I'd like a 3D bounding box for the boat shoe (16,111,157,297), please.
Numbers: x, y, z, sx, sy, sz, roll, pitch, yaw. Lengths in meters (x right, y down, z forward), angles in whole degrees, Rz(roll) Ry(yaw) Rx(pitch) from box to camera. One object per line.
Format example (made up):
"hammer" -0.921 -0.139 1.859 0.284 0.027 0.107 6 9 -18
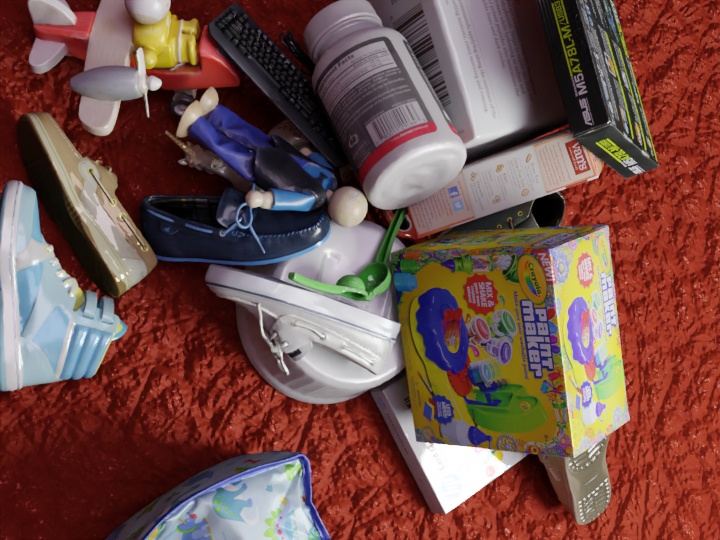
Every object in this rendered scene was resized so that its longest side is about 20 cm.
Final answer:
"boat shoe" -0.274 -0.073 1.150 0.066 0.074 0.201 -32 98 -34

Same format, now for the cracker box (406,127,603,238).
"cracker box" 0.155 -0.098 1.217 0.198 0.134 0.058 -19 94 17

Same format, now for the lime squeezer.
"lime squeezer" 0.000 0.000 1.139 0.199 0.037 0.071 -33 134 -47

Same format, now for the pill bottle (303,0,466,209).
"pill bottle" 0.017 -0.172 1.151 0.110 0.111 0.201 -16 66 -24

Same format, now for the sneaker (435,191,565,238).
"sneaker" 0.142 -0.024 1.278 0.075 0.106 0.201 49 62 -22

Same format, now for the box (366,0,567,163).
"box" 0.112 -0.225 1.252 0.170 0.200 0.201 -16 88 -28

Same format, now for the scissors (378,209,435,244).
"scissors" 0.079 -0.018 1.316 0.073 0.014 0.202 -27 96 -32

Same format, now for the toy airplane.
"toy airplane" -0.235 -0.244 1.146 0.198 0.141 0.201 -29 76 -34

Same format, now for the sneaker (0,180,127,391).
"sneaker" -0.294 0.014 1.121 0.129 0.079 0.203 0 92 -21

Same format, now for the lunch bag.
"lunch bag" -0.149 0.255 1.094 0.198 0.170 0.129 -13 84 -24

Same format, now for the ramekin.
"ramekin" -0.025 0.039 1.217 0.198 0.098 0.203 3 81 -22

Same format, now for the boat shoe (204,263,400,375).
"boat shoe" -0.064 0.060 1.113 0.200 0.075 0.087 20 88 -20

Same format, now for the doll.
"doll" -0.083 -0.100 1.121 0.199 0.049 0.137 31 33 1

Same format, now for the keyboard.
"keyboard" -0.067 -0.201 1.195 0.200 0.021 0.127 46 32 -11

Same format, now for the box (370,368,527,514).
"box" 0.129 0.153 1.294 0.199 0.041 0.157 -29 96 -22

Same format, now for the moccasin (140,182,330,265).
"moccasin" -0.131 -0.048 1.147 0.197 0.081 0.069 -5 124 9

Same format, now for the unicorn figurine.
"unicorn figurine" -0.097 -0.114 1.215 0.137 0.074 0.200 32 38 19

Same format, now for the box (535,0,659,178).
"box" 0.237 -0.210 1.159 0.193 0.047 0.202 16 59 -63

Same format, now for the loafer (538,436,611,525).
"loafer" 0.233 0.198 1.276 0.075 0.068 0.202 -29 128 -26

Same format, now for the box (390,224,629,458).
"box" 0.151 0.066 1.153 0.121 0.191 0.203 -18 102 -49
